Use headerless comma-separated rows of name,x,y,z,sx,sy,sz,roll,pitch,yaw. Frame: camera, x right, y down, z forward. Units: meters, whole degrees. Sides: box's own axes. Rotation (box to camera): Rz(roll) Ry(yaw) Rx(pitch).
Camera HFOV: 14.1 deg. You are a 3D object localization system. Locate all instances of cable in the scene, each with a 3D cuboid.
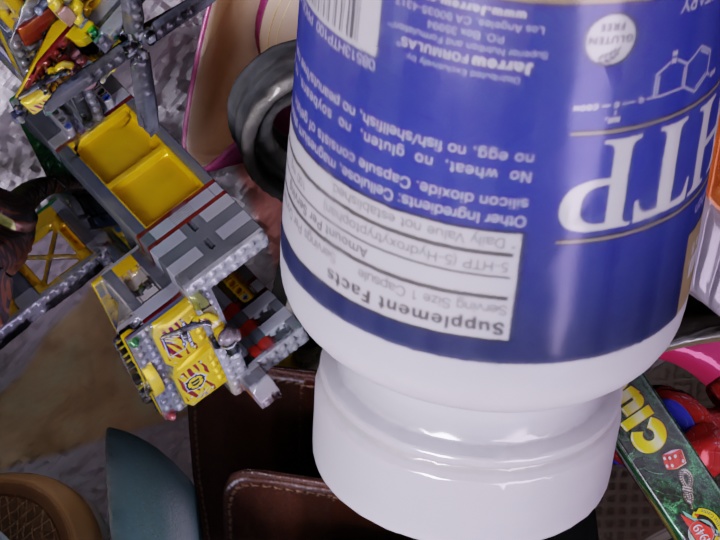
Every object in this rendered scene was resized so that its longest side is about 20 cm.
cable,0.000,0.000,0.922,0.096,0.051,0.200,-10,150,-12

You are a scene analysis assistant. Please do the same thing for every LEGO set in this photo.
LEGO set,-0.098,-0.008,0.819,0.153,0.116,0.201,-32,143,-19

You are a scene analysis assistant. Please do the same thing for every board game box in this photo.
board game box,0.070,0.022,0.936,0.023,0.201,0.105,-33,174,-1

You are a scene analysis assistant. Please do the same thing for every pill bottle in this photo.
pill bottle,0.038,-0.030,0.808,0.119,0.120,0.201,-19,129,-34

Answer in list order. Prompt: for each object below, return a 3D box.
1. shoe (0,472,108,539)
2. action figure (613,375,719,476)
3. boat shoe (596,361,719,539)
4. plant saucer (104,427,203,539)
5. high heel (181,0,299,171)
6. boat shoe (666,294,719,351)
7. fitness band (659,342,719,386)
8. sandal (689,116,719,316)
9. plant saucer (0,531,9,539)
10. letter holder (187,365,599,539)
shoe,-0.138,0.122,0.931,0.200,0.070,0.053,-40,163,35
action figure,0.066,0.065,1.051,0.199,0.065,0.052,-9,94,-25
boat shoe,0.120,0.100,1.206,0.200,0.075,0.062,-44,151,6
plant saucer,-0.055,0.147,0.904,0.027,0.201,0.201,-7,137,-4
high heel,-0.016,-0.112,0.848,0.096,0.067,0.200,-40,160,-27
boat shoe,0.074,-0.002,1.051,0.199,0.068,0.075,-10,135,-39
fitness band,0.085,0.097,1.108,0.199,0.144,0.037,-27,180,-25
sandal,0.094,-0.057,1.005,0.206,0.059,0.079,37,89,-25
plant saucer,-0.143,0.120,0.857,0.036,0.199,0.201,-47,155,-45
letter holder,0.002,0.137,0.945,0.101,0.141,0.201,-64,154,-43
